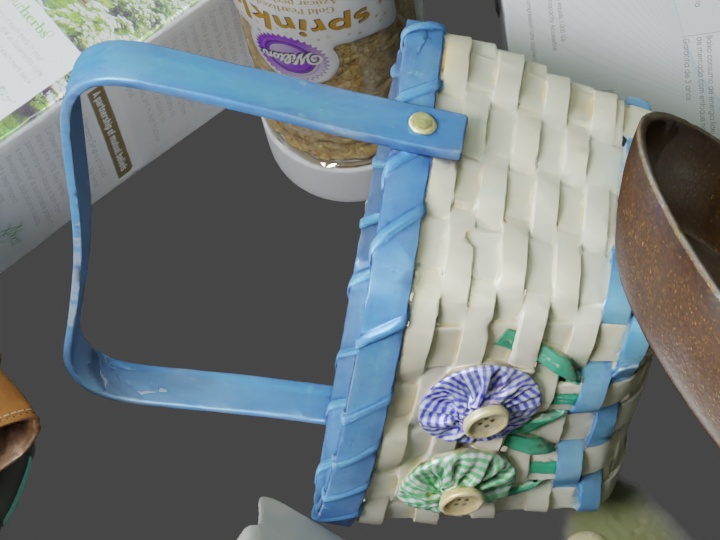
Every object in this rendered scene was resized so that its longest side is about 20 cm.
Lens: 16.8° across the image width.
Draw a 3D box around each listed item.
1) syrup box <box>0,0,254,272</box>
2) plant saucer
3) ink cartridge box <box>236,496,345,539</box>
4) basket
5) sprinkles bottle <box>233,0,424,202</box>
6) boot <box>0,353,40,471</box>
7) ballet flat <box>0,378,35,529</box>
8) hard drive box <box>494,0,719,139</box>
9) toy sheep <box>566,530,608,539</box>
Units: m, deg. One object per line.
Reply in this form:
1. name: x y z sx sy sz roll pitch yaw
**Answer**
1. syrup box: -0.091 -0.094 0.920 0.200 0.082 0.079 -37 66 -13
2. plant saucer: 0.138 0.039 0.704 0.034 0.200 0.201 -42 61 19
3. ink cartridge box: -0.003 0.145 0.732 0.117 0.200 0.067 31 99 -5
4. basket: 0.000 0.000 0.806 0.199 0.177 0.139 11 55 3
5. sprinkles bottle: -0.013 -0.100 0.846 0.068 0.200 0.068 -3 61 6
6. boot: -0.219 0.045 0.802 0.200 0.077 0.155 -29 68 -27
7. ballet flat: -0.215 0.072 0.858 0.199 0.068 0.069 -2 72 6
8. hard drive box: 0.144 -0.118 0.855 0.199 0.156 0.077 -7 44 3
9. toy sheep: 0.127 0.145 0.723 0.138 0.200 0.138 -33 21 14
